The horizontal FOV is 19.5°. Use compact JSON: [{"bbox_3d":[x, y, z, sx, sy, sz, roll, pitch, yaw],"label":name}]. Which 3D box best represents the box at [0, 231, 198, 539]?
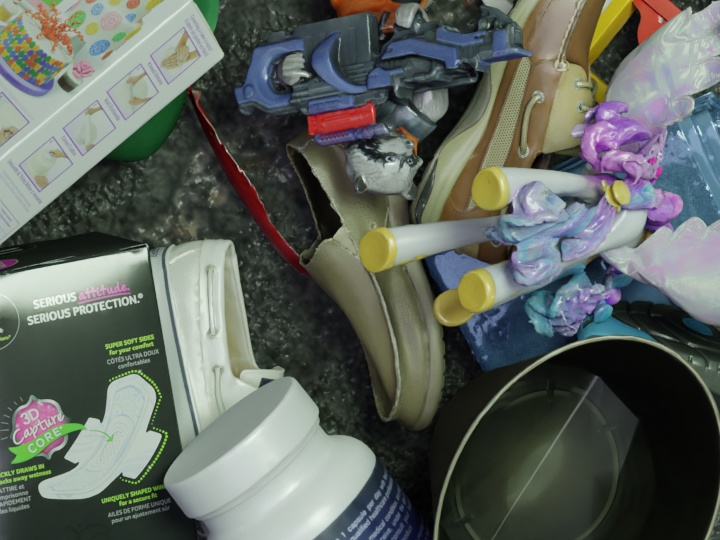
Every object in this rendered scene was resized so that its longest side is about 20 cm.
[{"bbox_3d":[-0.181,0.088,1.238,0.123,0.148,0.202,-11,98,-18],"label":"box"}]

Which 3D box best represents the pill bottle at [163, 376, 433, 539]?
[{"bbox_3d":[-0.015,0.166,1.176,0.115,0.116,0.201,-34,102,10],"label":"pill bottle"}]

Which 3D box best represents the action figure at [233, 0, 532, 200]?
[{"bbox_3d":[0.035,-0.133,1.183,0.199,0.104,0.196,3,78,39],"label":"action figure"}]

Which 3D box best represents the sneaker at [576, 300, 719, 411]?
[{"bbox_3d":[0.208,0.080,1.224,0.198,0.073,0.082,20,112,-18],"label":"sneaker"}]

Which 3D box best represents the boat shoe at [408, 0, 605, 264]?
[{"bbox_3d":[0.103,-0.093,1.191,0.074,0.076,0.201,33,112,14],"label":"boat shoe"}]

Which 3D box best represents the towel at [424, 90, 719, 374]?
[{"bbox_3d":[0.145,-0.015,1.252,0.199,0.049,0.112,-26,94,9],"label":"towel"}]

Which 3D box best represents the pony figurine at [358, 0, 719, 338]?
[{"bbox_3d":[0.128,-0.032,1.103,0.193,0.199,0.168,-28,77,51],"label":"pony figurine"}]

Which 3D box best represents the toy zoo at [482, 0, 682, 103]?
[{"bbox_3d":[0.160,-0.171,1.219,0.131,0.020,0.201,42,102,21],"label":"toy zoo"}]

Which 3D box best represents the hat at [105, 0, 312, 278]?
[{"bbox_3d":[-0.135,-0.097,1.288,0.164,0.176,0.202,-17,56,8],"label":"hat"}]

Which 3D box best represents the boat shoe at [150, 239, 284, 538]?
[{"bbox_3d":[-0.078,0.079,1.284,0.069,0.071,0.202,-13,90,11],"label":"boat shoe"}]

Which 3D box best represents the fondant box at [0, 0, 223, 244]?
[{"bbox_3d":[-0.197,-0.110,1.173,0.200,0.058,0.144,-41,55,-6],"label":"fondant box"}]

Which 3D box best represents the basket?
[{"bbox_3d":[0.102,0.116,1.147,0.135,0.200,0.181,32,88,-4],"label":"basket"}]

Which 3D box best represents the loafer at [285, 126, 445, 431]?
[{"bbox_3d":[0.000,0.000,1.253,0.067,0.076,0.202,-12,86,-15],"label":"loafer"}]
